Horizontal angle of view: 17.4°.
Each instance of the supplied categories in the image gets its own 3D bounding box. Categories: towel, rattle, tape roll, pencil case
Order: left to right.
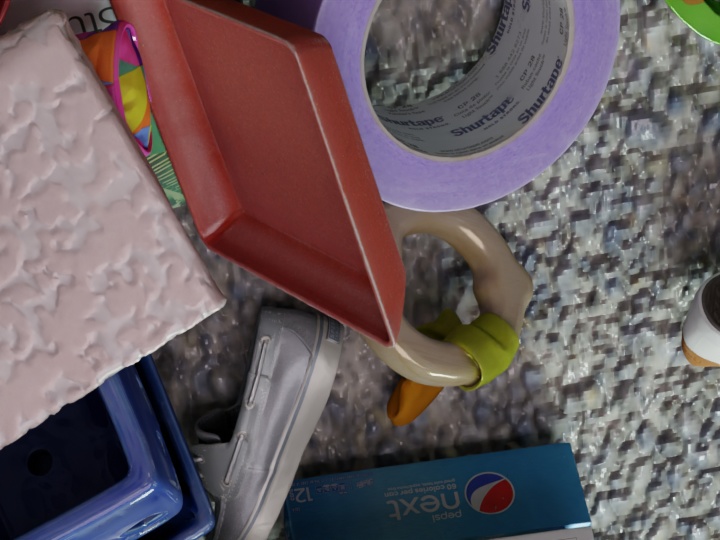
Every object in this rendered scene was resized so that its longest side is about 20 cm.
[{"bbox_3d":[-0.216,-0.089,1.335,0.198,0.089,0.089,-7,123,10],"label":"pencil case"},{"bbox_3d":[-0.200,-0.012,1.283,0.199,0.032,0.192,-31,97,6],"label":"towel"},{"bbox_3d":[0.000,0.000,1.485,0.199,0.143,0.131,30,75,-16],"label":"rattle"},{"bbox_3d":[0.044,-0.142,1.355,0.198,0.085,0.202,-12,120,-22],"label":"tape roll"}]

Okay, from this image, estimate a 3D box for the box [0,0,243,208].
[{"bbox_3d":[-0.134,-0.126,1.388,0.143,0.036,0.201,-15,123,-1],"label":"box"}]

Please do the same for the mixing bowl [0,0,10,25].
[{"bbox_3d":[-0.288,-0.193,1.277,0.198,0.109,0.202,-5,121,-8],"label":"mixing bowl"}]

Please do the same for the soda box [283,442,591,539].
[{"bbox_3d":[0.050,0.172,1.574,0.198,0.068,0.064,-8,141,-5],"label":"soda box"}]

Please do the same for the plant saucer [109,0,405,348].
[{"bbox_3d":[-0.053,-0.073,1.320,0.037,0.200,0.201,-34,125,-22],"label":"plant saucer"}]

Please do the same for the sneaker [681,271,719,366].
[{"bbox_3d":[0.301,0.022,1.552,0.198,0.073,0.085,-7,156,-15],"label":"sneaker"}]

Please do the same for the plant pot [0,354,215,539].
[{"bbox_3d":[-0.210,0.103,1.406,0.199,0.201,0.180,-28,158,7],"label":"plant pot"}]

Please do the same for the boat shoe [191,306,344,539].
[{"bbox_3d":[-0.074,0.110,1.529,0.071,0.070,0.202,19,112,-8],"label":"boat shoe"}]

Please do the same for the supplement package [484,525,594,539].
[{"bbox_3d":[0.057,0.271,1.514,0.198,0.152,0.152,-7,154,-7],"label":"supplement package"}]

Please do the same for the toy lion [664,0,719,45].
[{"bbox_3d":[0.278,-0.205,1.408,0.200,0.069,0.192,-38,127,13],"label":"toy lion"}]
